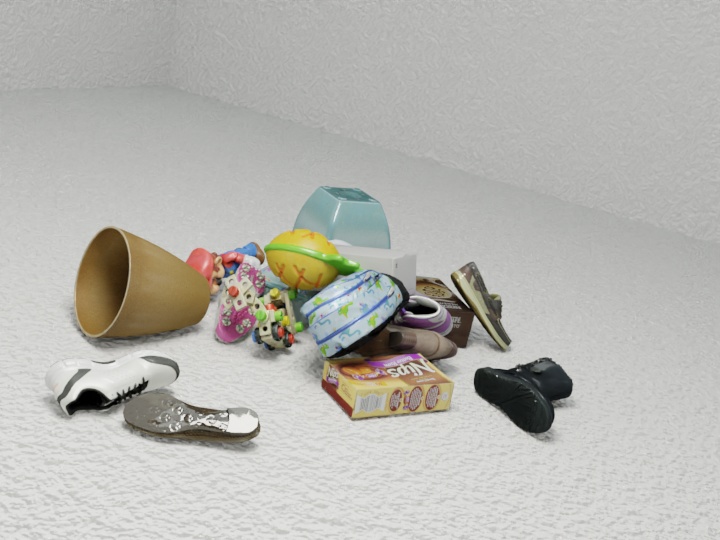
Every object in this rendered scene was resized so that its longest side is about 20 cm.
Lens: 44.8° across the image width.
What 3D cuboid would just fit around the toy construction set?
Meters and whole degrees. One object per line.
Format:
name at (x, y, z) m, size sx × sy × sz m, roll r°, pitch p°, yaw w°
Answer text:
toy construction set at (-0.165, 0.073, 1.568) m, size 0.091 × 0.134 × 0.199 m, roll -15°, pitch -19°, yaw 24°

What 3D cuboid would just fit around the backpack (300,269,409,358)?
backpack at (-0.019, 0.075, 1.505) m, size 0.161 × 0.155 × 0.201 m, roll -25°, pitch 19°, yaw 25°

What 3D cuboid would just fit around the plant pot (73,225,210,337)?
plant pot at (-0.368, 0.035, 1.532) m, size 0.198 × 0.189 × 0.185 m, roll 14°, pitch 12°, yaw -43°

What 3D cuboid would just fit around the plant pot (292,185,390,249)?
plant pot at (-0.041, -0.082, 2.017) m, size 0.193 × 0.204 × 0.196 m, roll 2°, pitch 21°, yaw -30°

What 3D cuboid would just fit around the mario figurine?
mario figurine at (-0.278, 0.008, 1.759) m, size 0.106 × 0.124 × 0.199 m, roll 40°, pitch 30°, yaw 18°

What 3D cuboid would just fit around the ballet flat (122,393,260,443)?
ballet flat at (-0.241, 0.219, 1.251) m, size 0.196 × 0.047 × 0.068 m, roll 5°, pitch 49°, yaw -2°

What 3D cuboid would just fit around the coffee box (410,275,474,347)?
coffee box at (0.146, 0.082, 1.836) m, size 0.111 × 0.081 × 0.200 m, roll 6°, pitch 19°, yaw -20°

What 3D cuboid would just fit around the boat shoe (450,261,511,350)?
boat shoe at (0.261, 0.072, 1.787) m, size 0.202 × 0.066 × 0.072 m, roll 54°, pitch 0°, yaw -15°

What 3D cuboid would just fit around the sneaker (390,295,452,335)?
sneaker at (0.071, 0.079, 1.678) m, size 0.197 × 0.074 × 0.114 m, roll -4°, pitch -22°, yaw 20°

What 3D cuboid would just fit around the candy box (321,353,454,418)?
candy box at (0.047, 0.193, 1.478) m, size 0.197 × 0.058 × 0.116 m, roll -1°, pitch 20°, yaw -30°

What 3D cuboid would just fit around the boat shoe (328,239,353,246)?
boat shoe at (-0.084, -0.020, 1.800) m, size 0.197 × 0.074 × 0.068 m, roll 6°, pitch 48°, yaw -36°

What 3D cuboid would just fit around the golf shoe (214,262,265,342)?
golf shoe at (-0.238, 0.075, 1.649) m, size 0.075 × 0.091 × 0.201 m, roll 38°, pitch 35°, yaw -15°

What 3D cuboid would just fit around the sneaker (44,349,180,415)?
sneaker at (-0.358, 0.172, 1.289) m, size 0.197 × 0.075 × 0.080 m, roll -6°, pitch 39°, yaw -33°

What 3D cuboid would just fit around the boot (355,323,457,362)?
boot at (0.080, 0.140, 1.649) m, size 0.145 × 0.072 × 0.198 m, roll 17°, pitch -8°, yaw -39°

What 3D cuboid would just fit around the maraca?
maraca at (-0.085, -0.017, 1.598) m, size 0.197 × 0.109 × 0.137 m, roll 10°, pitch -11°, yaw 22°

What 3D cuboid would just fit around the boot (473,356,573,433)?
boot at (0.321, 0.215, 1.552) m, size 0.166 × 0.078 × 0.199 m, roll -4°, pitch 17°, yaw -30°

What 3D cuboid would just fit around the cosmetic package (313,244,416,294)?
cosmetic package at (0.000, 0.000, 1.682) m, size 0.197 × 0.087 × 0.107 m, roll 8°, pitch 10°, yaw 30°

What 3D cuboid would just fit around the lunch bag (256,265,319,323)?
lunch bag at (-0.125, 0.040, 1.794) m, size 0.158 × 0.078 × 0.200 m, roll 18°, pitch 19°, yaw 18°
